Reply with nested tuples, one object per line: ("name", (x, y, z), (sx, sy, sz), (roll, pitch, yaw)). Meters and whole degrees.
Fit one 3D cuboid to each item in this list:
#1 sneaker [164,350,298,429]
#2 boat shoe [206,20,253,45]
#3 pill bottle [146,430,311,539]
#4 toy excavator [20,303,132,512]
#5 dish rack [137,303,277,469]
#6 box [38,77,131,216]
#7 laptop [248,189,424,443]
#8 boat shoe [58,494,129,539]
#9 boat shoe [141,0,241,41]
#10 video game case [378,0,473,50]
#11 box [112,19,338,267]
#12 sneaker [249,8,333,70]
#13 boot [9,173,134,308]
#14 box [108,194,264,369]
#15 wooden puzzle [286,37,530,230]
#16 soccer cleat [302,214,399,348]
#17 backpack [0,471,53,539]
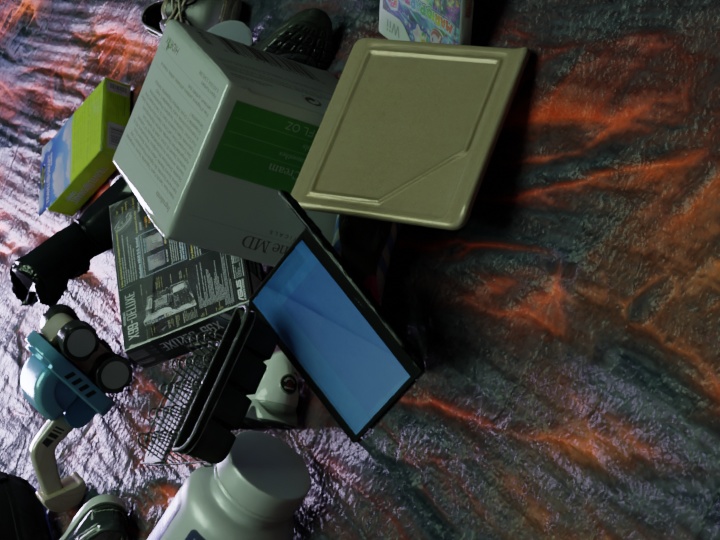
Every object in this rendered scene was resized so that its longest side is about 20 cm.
("sneaker", (-0.127, 0.118, 1.691), (0.200, 0.074, 0.089), (-5, 72, 47))
("boat shoe", (-0.185, -0.201, 1.926), (0.200, 0.073, 0.065), (-61, -12, -12))
("pill bottle", (-0.134, 0.257, 1.586), (0.200, 0.119, 0.120), (-56, 35, 28))
("toy excavator", (-0.369, 0.172, 2.013), (0.200, 0.195, 0.100), (-46, 31, -8))
("dish rack", (-0.160, 0.120, 1.585), (0.200, 0.054, 0.154), (-14, 47, 58))
("box", (-0.382, -0.163, 2.253), (0.200, 0.048, 0.122), (-37, 46, 46))
("laptop", (-0.035, 0.046, 1.460), (0.103, 0.200, 0.177), (-39, 75, 0))
("boat shoe", (-0.335, 0.353, 1.915), (0.200, 0.075, 0.060), (-60, 28, 23))
("boat shoe", (-0.215, -0.308, 2.021), (0.200, 0.073, 0.075), (-1, 76, 58))
("video game case", (0.062, -0.289, 1.512), (0.143, 0.018, 0.200), (43, 140, 47))
("box", (-0.111, -0.121, 1.642), (0.172, 0.199, 0.200), (-65, 32, 17))
("sneaker", (-0.099, -0.228, 1.801), (0.200, 0.076, 0.091), (-44, 36, 38))
("boot", (-0.343, -0.033, 2.021), (0.168, 0.076, 0.200), (-43, 7, -34))
("box", (-0.189, -0.010, 1.784), (0.157, 0.050, 0.200), (-22, 55, 15))
("wooden puzzle", (0.045, -0.123, 1.467), (0.200, 0.037, 0.185), (7, 65, 35))
("soccer cleat", (0.000, 0.000, 1.552), (0.086, 0.070, 0.200), (-53, -17, -62))
("backpack", (-0.491, 0.350, 2.066), (0.147, 0.183, 0.200), (-59, 29, 22))
